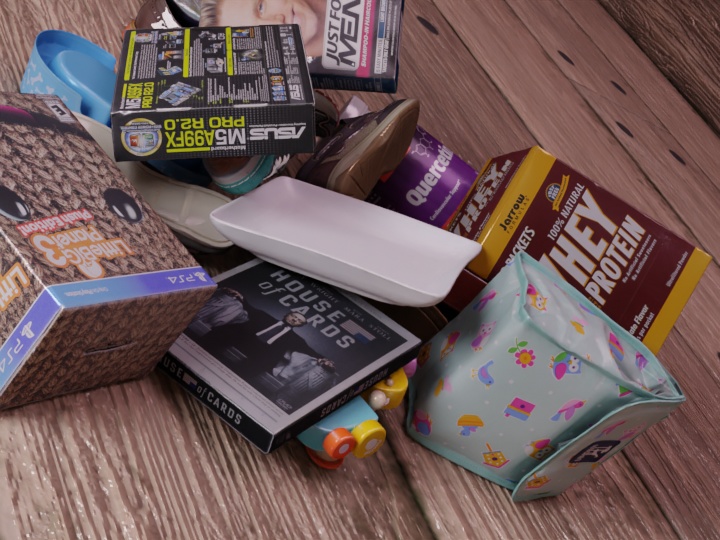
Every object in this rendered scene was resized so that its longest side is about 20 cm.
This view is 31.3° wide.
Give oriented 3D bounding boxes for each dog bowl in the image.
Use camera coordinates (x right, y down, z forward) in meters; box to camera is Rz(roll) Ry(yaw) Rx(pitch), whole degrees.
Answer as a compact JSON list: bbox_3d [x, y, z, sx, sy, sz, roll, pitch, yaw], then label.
[{"bbox_3d":[-0.213,-0.132,1.144,0.200,0.050,0.112,35,24,-11],"label":"dog bowl"}]

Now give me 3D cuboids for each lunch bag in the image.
[{"bbox_3d":[0.164,0.111,1.139,0.200,0.170,0.122,34,30,-19],"label":"lunch bag"}]

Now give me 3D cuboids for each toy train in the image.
[{"bbox_3d":[-0.038,0.087,1.032,0.150,0.056,0.200,22,31,1],"label":"toy train"}]

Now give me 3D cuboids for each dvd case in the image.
[{"bbox_3d":[-0.063,0.053,0.991,0.150,0.025,0.200,35,34,20],"label":"dvd case"}]

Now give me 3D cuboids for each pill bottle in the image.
[{"bbox_3d":[0.048,-0.099,1.402,0.200,0.113,0.113,37,24,-8],"label":"pill bottle"}]

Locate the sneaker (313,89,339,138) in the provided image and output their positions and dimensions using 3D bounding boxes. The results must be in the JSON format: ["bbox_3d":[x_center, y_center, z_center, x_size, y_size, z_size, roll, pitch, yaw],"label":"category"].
[{"bbox_3d":[-0.108,-0.149,1.288,0.200,0.081,0.075,-1,87,-40],"label":"sneaker"}]

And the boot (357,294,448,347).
[{"bbox_3d":[0.000,0.000,1.227,0.200,0.077,0.155,27,22,-13],"label":"boot"}]

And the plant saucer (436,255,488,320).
[{"bbox_3d":[0.129,0.048,1.266,0.200,0.037,0.200,32,-4,-11],"label":"plant saucer"}]

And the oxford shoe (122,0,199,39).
[{"bbox_3d":[-0.150,-0.212,1.347,0.200,0.073,0.071,35,23,-14],"label":"oxford shoe"}]

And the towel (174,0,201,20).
[{"bbox_3d":[-0.151,-0.281,1.501,0.200,0.048,0.171,34,25,-17],"label":"towel"}]

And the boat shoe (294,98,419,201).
[{"bbox_3d":[0.000,-0.123,1.271,0.065,0.072,0.200,20,39,16],"label":"boat shoe"}]

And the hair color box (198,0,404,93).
[{"bbox_3d":[-0.059,-0.237,1.285,0.199,0.100,0.061,4,-6,4],"label":"hair color box"}]

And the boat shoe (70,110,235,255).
[{"bbox_3d":[-0.193,-0.065,1.068,0.200,0.057,0.067,28,62,-19],"label":"boat shoe"}]

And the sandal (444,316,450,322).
[{"bbox_3d":[0.141,0.107,1.261,0.203,0.050,0.082,40,24,-4],"label":"sandal"}]

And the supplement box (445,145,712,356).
[{"bbox_3d":[0.197,-0.009,1.272,0.200,0.133,0.197,31,-3,-8],"label":"supplement box"}]

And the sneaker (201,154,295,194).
[{"bbox_3d":[-0.090,-0.111,1.151,0.080,0.071,0.200,58,16,-27],"label":"sneaker"}]

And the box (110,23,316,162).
[{"bbox_3d":[-0.123,-0.154,1.080,0.160,0.044,0.200,-4,29,-5],"label":"box"}]

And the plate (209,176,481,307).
[{"bbox_3d":[-0.009,-0.022,1.083,0.199,0.032,0.200,20,18,9],"label":"plate"}]

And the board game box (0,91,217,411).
[{"bbox_3d":[-0.226,-0.020,0.868,0.200,0.097,0.159,48,24,17],"label":"board game box"}]
